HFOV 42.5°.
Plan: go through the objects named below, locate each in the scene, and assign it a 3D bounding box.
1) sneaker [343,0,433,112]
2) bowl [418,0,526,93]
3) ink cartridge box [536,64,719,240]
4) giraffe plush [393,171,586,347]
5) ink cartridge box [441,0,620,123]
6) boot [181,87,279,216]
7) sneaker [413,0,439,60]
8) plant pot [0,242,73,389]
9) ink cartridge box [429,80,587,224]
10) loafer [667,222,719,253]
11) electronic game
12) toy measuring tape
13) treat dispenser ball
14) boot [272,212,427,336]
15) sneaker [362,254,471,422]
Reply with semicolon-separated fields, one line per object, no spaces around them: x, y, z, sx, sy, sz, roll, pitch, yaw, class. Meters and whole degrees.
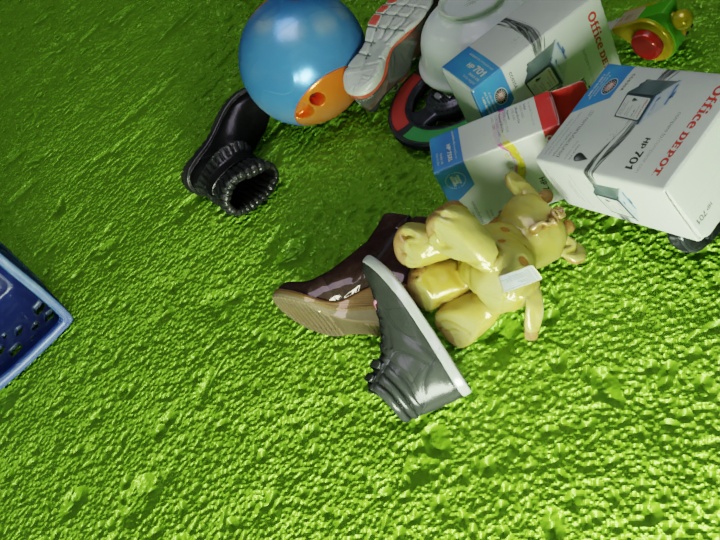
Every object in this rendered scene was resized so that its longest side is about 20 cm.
0.046;-0.322;1.369;0.077;0.082;0.201;27;77;34;sneaker
0.166;-0.347;1.305;0.198;0.091;0.203;-13;43;13;bowl
0.308;-0.131;0.978;0.147;0.086;0.200;-52;29;-6;ink cartridge box
0.161;-0.026;1.044;0.198;0.174;0.162;-1;30;45;giraffe plush
0.224;-0.251;1.186;0.199;0.147;0.086;-37;41;-1;ink cartridge box
-0.175;-0.185;1.436;0.157;0.079;0.213;21;77;50;boot
0.106;-0.410;1.476;0.201;0.072;0.084;-59;16;-15;sneaker
-0.596;0.050;1.427;0.200;0.201;0.180;-43;37;-7;plant pot
0.196;-0.135;1.125;0.198;0.117;0.068;-20;44;18;ink cartridge box
0.377;-0.105;1.025;0.070;0.068;0.202;-8;51;55;loafer
0.130;-0.248;1.322;0.198;0.042;0.202;-18;46;19;electronic game
0.364;-0.307;1.222;0.074;0.074;0.199;-51;22;-16;toy measuring tape
-0.087;-0.323;1.411;0.199;0.201;0.203;-18;45;19;treat dispenser ball
0.000;0.000;1.174;0.198;0.073;0.168;9;57;30;boot
0.031;0.080;1.043;0.099;0.071;0.201;-34;68;2;sneaker
